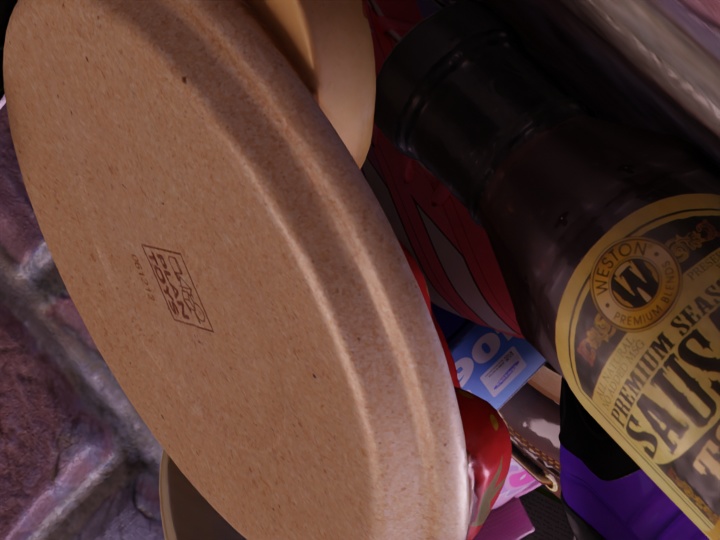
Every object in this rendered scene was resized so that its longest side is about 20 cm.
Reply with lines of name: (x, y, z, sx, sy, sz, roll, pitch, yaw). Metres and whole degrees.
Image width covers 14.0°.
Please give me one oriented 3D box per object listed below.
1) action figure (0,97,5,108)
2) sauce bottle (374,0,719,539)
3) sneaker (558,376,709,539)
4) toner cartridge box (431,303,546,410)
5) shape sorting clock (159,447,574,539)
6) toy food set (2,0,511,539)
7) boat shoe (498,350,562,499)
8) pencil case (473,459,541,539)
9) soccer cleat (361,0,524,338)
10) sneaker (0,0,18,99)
action figure: (-0.128, -0.131, 1.222, 0.199, 0.135, 0.148, 8, -175, 44)
sauce bottle: (0.077, 0.015, 0.677, 0.200, 0.066, 0.066, 44, 177, 25)
sneaker: (0.113, 0.058, 0.734, 0.200, 0.069, 0.100, 20, 128, 52)
toner cartridge box: (-0.011, -0.042, 0.865, 0.200, 0.095, 0.043, 44, 178, 35)
shape sorting clock: (0.019, 0.105, 0.991, 0.199, 0.039, 0.201, 26, -146, -19)
toy food set: (-0.030, -0.007, 0.751, 0.201, 0.049, 0.198, 61, 157, -4)
boat shoe: (0.029, 0.001, 0.900, 0.200, 0.070, 0.071, 50, 153, 37)
pencil case: (0.000, 0.000, 0.994, 0.200, 0.087, 0.087, 59, -176, 28)
soccer cleat: (0.008, -0.053, 0.786, 0.200, 0.067, 0.077, 47, 174, 38)
sneaker: (-0.103, -0.080, 0.826, 0.075, 0.201, 0.079, 19, 170, 33)
